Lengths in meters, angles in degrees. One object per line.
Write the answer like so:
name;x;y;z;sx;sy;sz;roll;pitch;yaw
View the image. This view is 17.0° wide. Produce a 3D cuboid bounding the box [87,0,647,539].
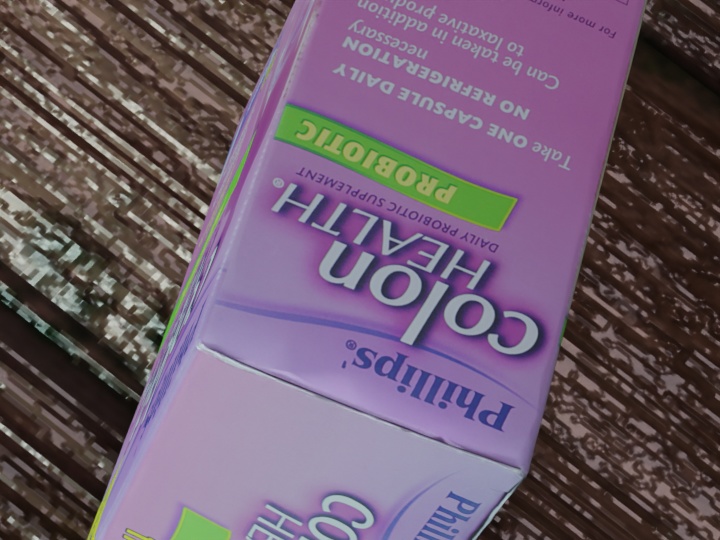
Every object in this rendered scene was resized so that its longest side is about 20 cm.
box;0.000;0.000;0.741;0.097;0.176;0.200;21;57;-7
